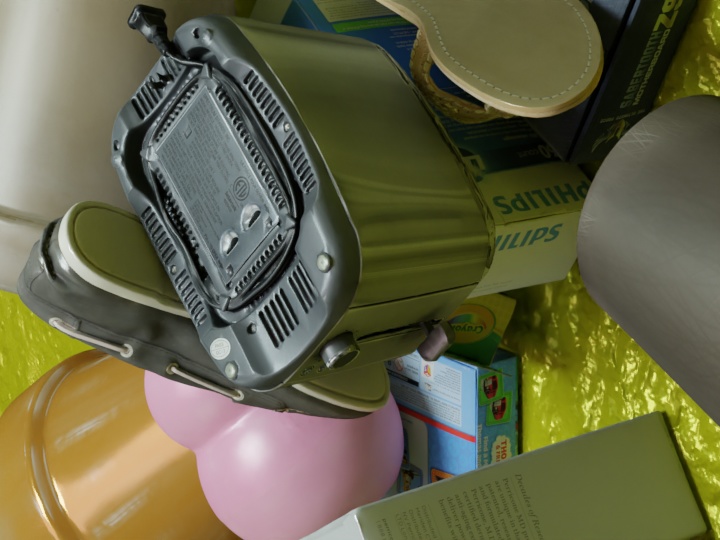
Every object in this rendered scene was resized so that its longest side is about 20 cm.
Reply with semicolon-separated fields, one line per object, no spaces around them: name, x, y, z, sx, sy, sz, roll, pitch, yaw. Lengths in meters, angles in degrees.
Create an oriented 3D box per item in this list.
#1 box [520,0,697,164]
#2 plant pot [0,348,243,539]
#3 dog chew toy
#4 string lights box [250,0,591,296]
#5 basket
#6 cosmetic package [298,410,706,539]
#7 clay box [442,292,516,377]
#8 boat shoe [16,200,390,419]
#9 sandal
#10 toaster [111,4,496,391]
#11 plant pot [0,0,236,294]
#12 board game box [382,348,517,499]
box;0.089;-0.177;0.996;0.200;0.051;0.158;52;140;33
plant pot;-0.116;0.118;1.292;0.183;0.199;0.201;-39;68;37
dog chew toy;-0.067;0.065;1.140;0.200;0.124;0.124;50;144;-3
string lights box;0.031;-0.080;1.053;0.201;0.102;0.059;56;137;29
basket;0.195;0.014;0.837;0.200;0.135;0.182;38;127;48
cosmetic package;0.065;0.139;1.002;0.101;0.199;0.072;-36;72;54
clay box;0.000;0.000;1.113;0.200;0.114;0.048;28;97;53
boat shoe;-0.076;0.027;0.972;0.057;0.199;0.067;-38;37;38
sandal;0.057;-0.109;0.975;0.212;0.077;0.070;48;158;46
toaster;-0.028;-0.040;0.935;0.114;0.129;0.201;-49;60;33
plant pot;-0.137;-0.099;1.033;0.200;0.199;0.175;35;123;45
board game box;0.036;0.132;1.191;0.151;0.036;0.202;20;116;52
